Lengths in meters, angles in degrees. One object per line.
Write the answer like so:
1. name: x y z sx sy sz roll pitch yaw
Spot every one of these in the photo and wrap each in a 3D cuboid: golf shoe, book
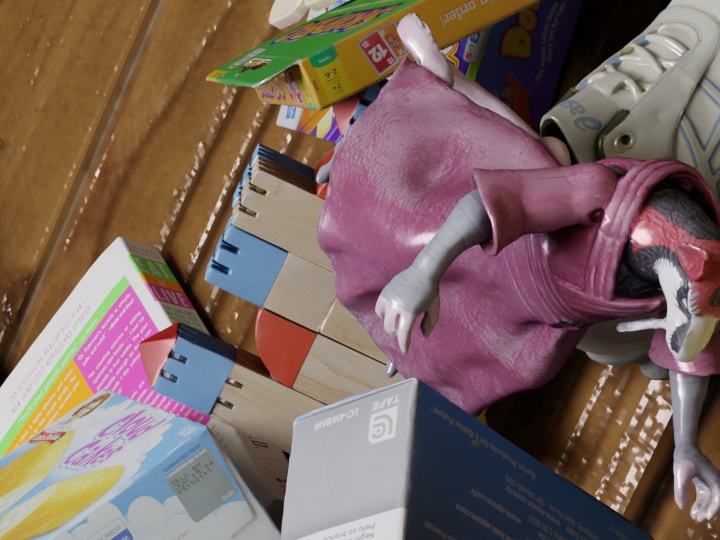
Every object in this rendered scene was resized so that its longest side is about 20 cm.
1. golf shoe: 0.118 -0.061 1.134 0.078 0.097 0.200 21 94 55
2. book: -0.104 0.094 1.418 0.134 0.048 0.200 -56 42 21

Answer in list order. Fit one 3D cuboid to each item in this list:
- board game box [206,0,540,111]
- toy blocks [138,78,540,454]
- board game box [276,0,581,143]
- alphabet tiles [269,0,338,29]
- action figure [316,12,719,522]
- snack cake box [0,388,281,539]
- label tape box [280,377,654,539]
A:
1. board game box: 0.039 -0.110 1.178 0.030 0.200 0.096 68 168 -11
2. toy blocks: 0.000 0.000 1.207 0.200 0.136 0.100 -63 7 12
3. board game box: 0.044 -0.142 1.302 0.134 0.045 0.201 20 94 54
4. alphabet tiles: 0.026 -0.190 1.231 0.196 0.015 0.200 -66 18 -15
5. action figure: 0.078 -0.007 1.035 0.200 0.134 0.149 -5 53 53
6. snack cake box: -0.114 0.113 1.251 0.115 0.067 0.200 -37 12 -13
7. label tape box: 0.033 0.159 1.035 0.066 0.143 0.200 -18 51 37
